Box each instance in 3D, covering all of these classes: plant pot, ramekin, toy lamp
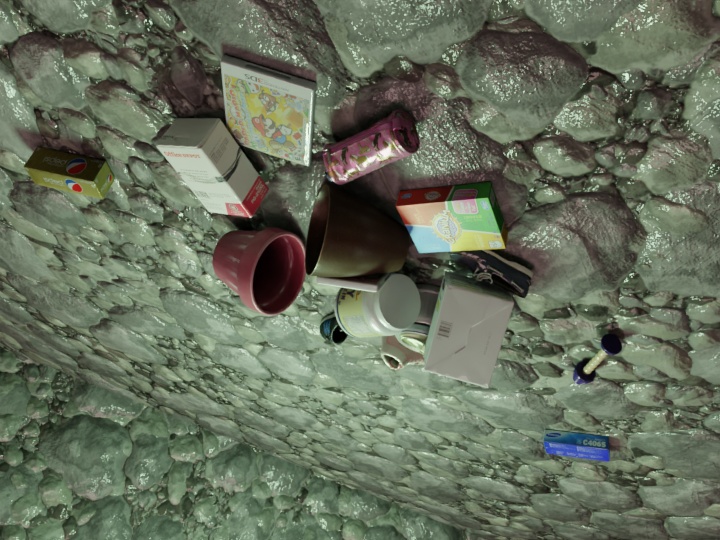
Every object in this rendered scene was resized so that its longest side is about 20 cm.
[{"bbox_3d":[-0.002,-0.067,1.310,0.193,0.193,0.188,11,150,-17],"label":"plant pot"},{"bbox_3d":[-0.254,-0.013,1.496,0.175,0.203,0.202,16,151,32],"label":"plant pot"},{"bbox_3d":[0.169,0.132,1.562,0.195,0.096,0.205,13,147,9],"label":"ramekin"},{"bbox_3d":[0.576,0.226,1.529,0.056,0.059,0.203,15,144,5],"label":"toy lamp"}]

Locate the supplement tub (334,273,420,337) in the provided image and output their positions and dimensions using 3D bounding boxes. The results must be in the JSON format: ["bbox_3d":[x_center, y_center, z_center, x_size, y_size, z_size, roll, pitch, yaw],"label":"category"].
[{"bbox_3d":[0.039,0.083,1.481,0.143,0.148,0.198,34,156,-24],"label":"supplement tub"}]

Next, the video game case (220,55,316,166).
[{"bbox_3d":[-0.174,-0.298,1.179,0.176,0.023,0.202,18,147,3],"label":"video game case"}]

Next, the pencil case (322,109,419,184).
[{"bbox_3d":[0.017,-0.224,1.136,0.196,0.086,0.085,-15,104,41],"label":"pencil case"}]

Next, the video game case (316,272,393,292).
[{"bbox_3d":[0.000,0.000,1.388,0.138,0.200,0.018,7,109,16],"label":"video game case"}]

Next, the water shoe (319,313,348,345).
[{"bbox_3d":[-0.075,0.172,1.760,0.070,0.081,0.200,26,147,-12],"label":"water shoe"}]

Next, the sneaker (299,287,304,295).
[{"bbox_3d":[-0.239,0.060,1.694,0.196,0.079,0.080,-14,146,42],"label":"sneaker"}]

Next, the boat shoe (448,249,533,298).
[{"bbox_3d":[0.276,0.000,1.339,0.195,0.064,0.075,23,165,-6],"label":"boat shoe"}]

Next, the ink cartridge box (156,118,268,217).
[{"bbox_3d":[-0.305,-0.214,1.290,0.141,0.086,0.202,10,148,34],"label":"ink cartridge box"}]

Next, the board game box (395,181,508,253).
[{"bbox_3d":[0.187,-0.103,1.260,0.194,0.041,0.154,-2,142,29],"label":"board game box"}]

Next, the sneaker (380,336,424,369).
[{"bbox_3d":[0.134,0.246,1.740,0.197,0.107,0.075,33,143,-23],"label":"sneaker"}]

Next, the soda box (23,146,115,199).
[{"bbox_3d":[-0.703,-0.236,1.497,0.193,0.069,0.065,12,148,11],"label":"soda box"}]

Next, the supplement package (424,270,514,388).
[{"bbox_3d":[0.237,0.129,1.384,0.150,0.111,0.207,14,106,3],"label":"supplement package"}]

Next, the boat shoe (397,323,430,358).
[{"bbox_3d":[0.177,0.186,1.489,0.194,0.063,0.073,19,148,1],"label":"boat shoe"}]

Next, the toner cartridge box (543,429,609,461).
[{"bbox_3d":[0.684,0.554,1.961,0.194,0.044,0.096,1,142,25],"label":"toner cartridge box"}]
